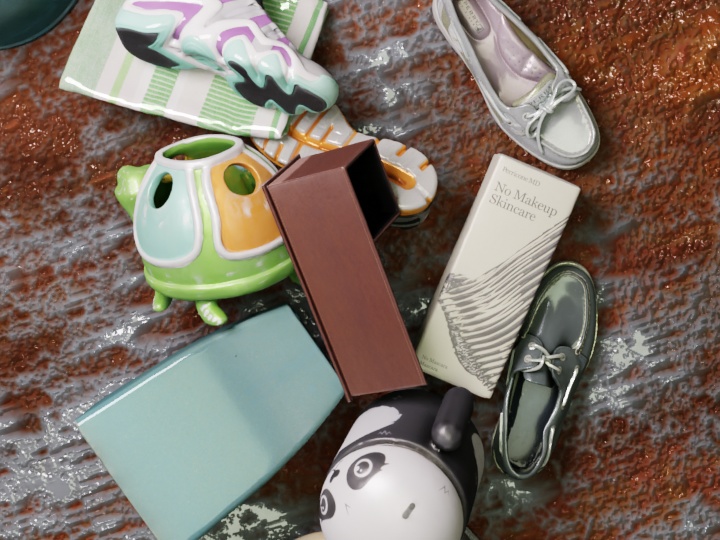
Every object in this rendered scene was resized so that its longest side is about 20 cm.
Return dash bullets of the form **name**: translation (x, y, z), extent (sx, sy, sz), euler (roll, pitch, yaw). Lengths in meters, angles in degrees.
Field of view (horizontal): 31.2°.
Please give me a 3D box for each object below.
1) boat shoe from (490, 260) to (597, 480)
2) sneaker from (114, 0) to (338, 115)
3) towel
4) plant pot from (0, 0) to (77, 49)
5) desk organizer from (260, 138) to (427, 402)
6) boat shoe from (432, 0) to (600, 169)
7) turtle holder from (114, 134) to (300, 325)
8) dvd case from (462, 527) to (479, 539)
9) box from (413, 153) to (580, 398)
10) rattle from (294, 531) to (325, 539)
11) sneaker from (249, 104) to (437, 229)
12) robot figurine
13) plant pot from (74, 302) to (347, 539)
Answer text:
- **boat shoe**: translation (0.165, 0.091, 1.141), extent (0.072, 0.062, 0.201), euler (17, 96, 2)
- **sneaker**: translation (-0.092, -0.221, 1.080), extent (0.199, 0.078, 0.140), euler (23, 71, 6)
- **towel**: translation (-0.141, -0.198, 1.122), extent (0.199, 0.023, 0.153), euler (16, 69, 2)
- **plant pot**: translation (-0.341, -0.291, 1.073), extent (0.199, 0.188, 0.201), euler (0, 95, 2)
- **desk organizer**: translation (0.000, 0.000, 1.066), extent (0.077, 0.072, 0.201), euler (-11, 110, 29)
- **boat shoe**: translation (0.134, -0.172, 1.118), extent (0.074, 0.065, 0.202), euler (-35, 92, 6)
- **turtle holder**: translation (-0.128, -0.048, 1.108), extent (0.140, 0.186, 0.132), euler (-17, 114, -12)
- **dvd case**: translation (0.079, 0.298, 1.101), extent (0.146, 0.200, 0.022), euler (47, 119, -1)
- **box**: translation (0.116, 0.003, 1.133), extent (0.082, 0.068, 0.201), euler (22, 96, 1)
- **rattle**: translation (-0.062, 0.318, 1.134), extent (0.199, 0.143, 0.131), euler (-4, 131, -5)
- **sneaker**: translation (-0.022, -0.094, 1.131), extent (0.200, 0.077, 0.078), euler (34, 75, 18)
- **robot figurine**: translation (0.036, 0.175, 1.084), extent (0.124, 0.200, 0.151), euler (0, 109, 14)
- **plant pot**: translation (-0.118, 0.121, 1.124), extent (0.200, 0.141, 0.142), euler (-36, 92, -2)
